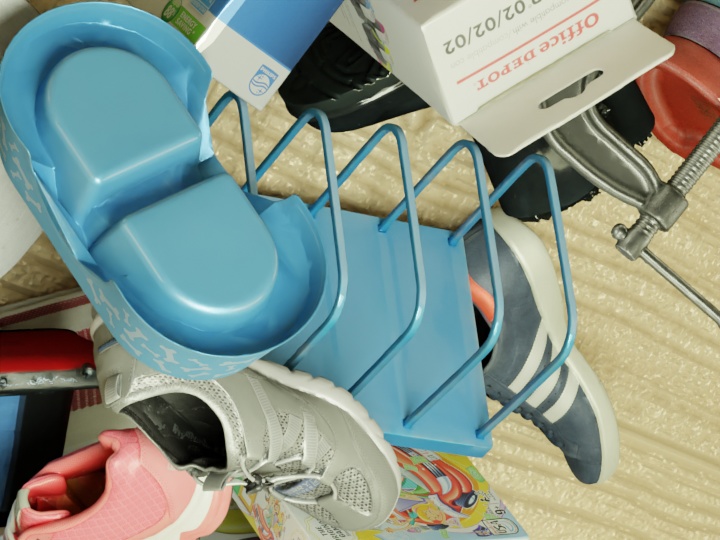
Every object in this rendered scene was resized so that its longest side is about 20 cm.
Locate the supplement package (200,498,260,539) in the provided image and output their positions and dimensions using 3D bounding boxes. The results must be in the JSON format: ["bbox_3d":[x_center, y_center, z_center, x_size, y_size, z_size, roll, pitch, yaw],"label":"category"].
[{"bbox_3d":[-0.065,0.188,1.566,0.199,0.114,0.110,0,113,-48],"label":"supplement package"}]

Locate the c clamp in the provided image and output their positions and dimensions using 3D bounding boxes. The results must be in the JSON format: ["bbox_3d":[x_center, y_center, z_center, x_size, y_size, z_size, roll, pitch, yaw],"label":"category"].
[{"bbox_3d":[0.184,-0.097,1.517,0.170,0.027,0.201,34,84,-7],"label":"c clamp"}]

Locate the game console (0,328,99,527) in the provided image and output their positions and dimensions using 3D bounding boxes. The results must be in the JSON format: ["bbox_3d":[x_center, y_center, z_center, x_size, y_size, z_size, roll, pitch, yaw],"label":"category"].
[{"bbox_3d":[-0.234,0.094,1.417,0.199,0.172,0.120,-2,97,-21],"label":"game console"}]

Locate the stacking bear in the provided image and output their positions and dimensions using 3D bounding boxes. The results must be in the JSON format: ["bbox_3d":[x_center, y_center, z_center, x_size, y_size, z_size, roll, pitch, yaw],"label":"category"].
[{"bbox_3d":[0.258,-0.156,1.603,0.200,0.121,0.114,-47,136,-11],"label":"stacking bear"}]

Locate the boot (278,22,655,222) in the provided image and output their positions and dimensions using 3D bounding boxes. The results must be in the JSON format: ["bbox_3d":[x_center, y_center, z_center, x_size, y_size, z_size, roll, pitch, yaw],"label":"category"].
[{"bbox_3d":[0.066,-0.089,1.538,0.200,0.076,0.169,-35,127,-15],"label":"boot"}]

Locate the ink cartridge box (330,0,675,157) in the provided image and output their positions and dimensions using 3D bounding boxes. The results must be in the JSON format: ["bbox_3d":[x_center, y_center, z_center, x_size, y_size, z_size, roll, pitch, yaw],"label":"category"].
[{"bbox_3d":[0.059,-0.148,1.419,0.115,0.200,0.068,-32,129,-12],"label":"ink cartridge box"}]

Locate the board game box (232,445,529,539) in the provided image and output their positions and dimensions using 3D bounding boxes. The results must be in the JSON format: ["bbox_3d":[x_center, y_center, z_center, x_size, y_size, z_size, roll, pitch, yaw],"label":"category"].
[{"bbox_3d":[-0.013,0.103,1.521,0.134,0.200,0.034,-1,123,-31],"label":"board game box"}]

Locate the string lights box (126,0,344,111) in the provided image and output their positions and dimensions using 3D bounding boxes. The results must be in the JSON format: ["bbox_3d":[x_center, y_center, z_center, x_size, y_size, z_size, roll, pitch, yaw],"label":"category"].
[{"bbox_3d":[-0.028,-0.191,1.404,0.059,0.103,0.200,33,96,-36],"label":"string lights box"}]

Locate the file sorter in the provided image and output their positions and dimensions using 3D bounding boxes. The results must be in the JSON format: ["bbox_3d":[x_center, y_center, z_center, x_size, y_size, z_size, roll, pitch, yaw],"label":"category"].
[{"bbox_3d":[0.000,0.000,1.466,0.199,0.139,0.123,10,146,-27],"label":"file sorter"}]

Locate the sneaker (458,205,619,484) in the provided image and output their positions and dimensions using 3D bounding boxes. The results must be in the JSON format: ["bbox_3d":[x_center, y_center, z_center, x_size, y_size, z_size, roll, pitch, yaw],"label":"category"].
[{"bbox_3d":[0.088,0.059,1.645,0.084,0.075,0.201,-32,120,-11],"label":"sneaker"}]

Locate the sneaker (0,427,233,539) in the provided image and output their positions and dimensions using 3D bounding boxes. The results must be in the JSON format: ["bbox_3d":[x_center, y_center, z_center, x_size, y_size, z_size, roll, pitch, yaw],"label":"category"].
[{"bbox_3d":[-0.160,0.133,1.456,0.087,0.074,0.200,19,134,-43],"label":"sneaker"}]

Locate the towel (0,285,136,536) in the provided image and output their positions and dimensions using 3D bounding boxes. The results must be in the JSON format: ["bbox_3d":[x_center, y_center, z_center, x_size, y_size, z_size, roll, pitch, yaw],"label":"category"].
[{"bbox_3d":[-0.178,0.103,1.539,0.143,0.023,0.201,-16,122,-21],"label":"towel"}]

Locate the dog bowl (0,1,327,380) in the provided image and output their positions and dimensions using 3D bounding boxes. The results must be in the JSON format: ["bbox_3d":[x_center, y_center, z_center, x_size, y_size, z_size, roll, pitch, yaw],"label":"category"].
[{"bbox_3d":[-0.100,-0.035,1.323,0.111,0.200,0.050,-26,165,-32],"label":"dog bowl"}]

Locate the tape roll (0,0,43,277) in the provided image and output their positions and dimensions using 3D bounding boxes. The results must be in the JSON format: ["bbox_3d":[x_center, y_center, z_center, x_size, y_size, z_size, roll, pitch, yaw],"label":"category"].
[{"bbox_3d":[-0.243,-0.071,1.369,0.199,0.066,0.201,-15,123,-24],"label":"tape roll"}]

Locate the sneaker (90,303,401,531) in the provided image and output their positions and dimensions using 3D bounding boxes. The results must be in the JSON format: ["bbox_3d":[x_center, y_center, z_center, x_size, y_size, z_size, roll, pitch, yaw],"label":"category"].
[{"bbox_3d":[-0.062,0.086,1.375,0.200,0.082,0.075,35,132,-29],"label":"sneaker"}]
